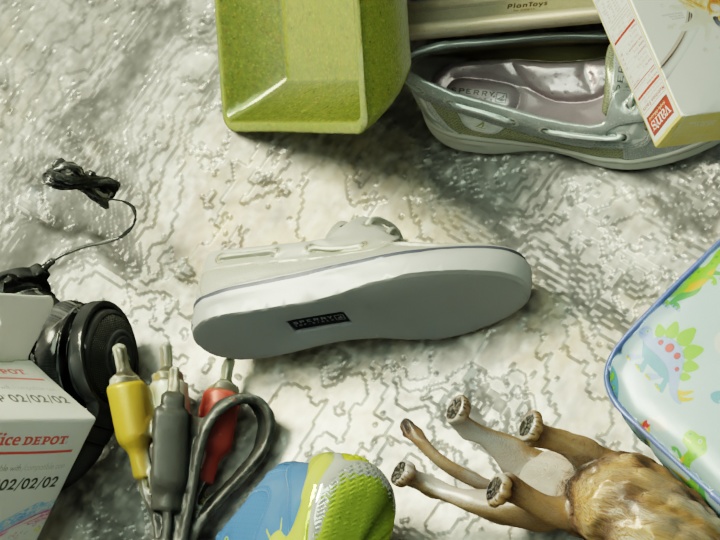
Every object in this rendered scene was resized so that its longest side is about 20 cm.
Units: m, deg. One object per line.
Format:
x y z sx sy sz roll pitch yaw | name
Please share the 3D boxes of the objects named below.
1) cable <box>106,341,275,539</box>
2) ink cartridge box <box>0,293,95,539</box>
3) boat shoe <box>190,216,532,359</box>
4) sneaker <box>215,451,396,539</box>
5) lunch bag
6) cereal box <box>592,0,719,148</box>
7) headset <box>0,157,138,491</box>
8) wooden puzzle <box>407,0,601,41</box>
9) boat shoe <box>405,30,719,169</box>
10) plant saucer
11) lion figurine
-0.103 0.140 1.552 0.097 0.050 0.200 6 83 -8 | cable
-0.229 0.114 1.521 0.068 0.115 0.200 37 109 32 | ink cartridge box
0.000 0.000 1.547 0.200 0.071 0.070 -10 55 18 | boat shoe
-0.041 0.194 1.488 0.105 0.076 0.200 10 81 57 | sneaker
0.241 0.071 1.406 0.161 0.082 0.200 -46 59 -1 | lunch bag
0.192 -0.167 1.497 0.144 0.040 0.200 -9 66 -28 | cereal box
-0.191 0.035 1.593 0.123 0.094 0.200 23 89 28 | headset
0.102 -0.221 1.586 0.185 0.046 0.200 -4 51 21 | wooden puzzle
0.123 -0.104 1.542 0.202 0.065 0.075 4 70 23 | boat shoe
-0.027 -0.181 1.568 0.200 0.048 0.200 7 102 64 | plant saucer
0.106 0.117 1.425 0.073 0.122 0.200 -65 24 -1 | lion figurine
